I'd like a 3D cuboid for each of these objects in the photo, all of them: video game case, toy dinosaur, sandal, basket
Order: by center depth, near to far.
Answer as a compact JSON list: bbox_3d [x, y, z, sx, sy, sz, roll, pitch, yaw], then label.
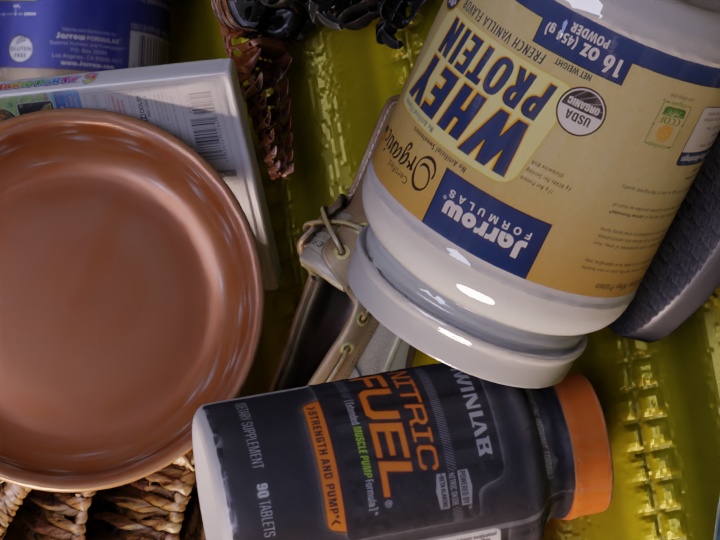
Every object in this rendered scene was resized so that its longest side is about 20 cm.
[{"bbox_3d":[0.183,-0.030,1.031,0.200,0.043,0.076,-49,33,38],"label":"sandal"},{"bbox_3d":[-0.149,0.179,1.156,0.148,0.142,0.202,17,95,43],"label":"basket"},{"bbox_3d":[-0.035,-0.158,1.174,0.135,0.102,0.202,-4,102,45],"label":"toy dinosaur"},{"bbox_3d":[-0.153,-0.042,1.175,0.198,0.018,0.144,-5,126,9],"label":"video game case"}]

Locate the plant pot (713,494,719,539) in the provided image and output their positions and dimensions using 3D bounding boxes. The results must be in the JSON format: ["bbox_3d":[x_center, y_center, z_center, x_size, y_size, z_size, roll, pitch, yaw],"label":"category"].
[{"bbox_3d":[0.269,0.104,0.924,0.195,0.200,0.202,10,92,22],"label":"plant pot"}]

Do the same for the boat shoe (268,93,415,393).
[{"bbox_3d":[0.000,0.000,1.129,0.074,0.066,0.202,20,98,61],"label":"boat shoe"}]

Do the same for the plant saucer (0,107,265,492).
[{"bbox_3d":[-0.149,0.017,1.113,0.198,0.037,0.202,1,76,-4],"label":"plant saucer"}]

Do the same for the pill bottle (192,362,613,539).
[{"bbox_3d":[0.022,0.102,1.062,0.198,0.106,0.107,-10,80,-11],"label":"pill bottle"}]

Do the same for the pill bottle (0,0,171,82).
[{"bbox_3d":[-0.164,-0.184,1.215,0.119,0.119,0.202,1,87,29],"label":"pill bottle"}]

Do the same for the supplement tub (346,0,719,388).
[{"bbox_3d":[0.087,-0.060,1.019,0.144,0.144,0.201,36,113,26],"label":"supplement tub"}]
